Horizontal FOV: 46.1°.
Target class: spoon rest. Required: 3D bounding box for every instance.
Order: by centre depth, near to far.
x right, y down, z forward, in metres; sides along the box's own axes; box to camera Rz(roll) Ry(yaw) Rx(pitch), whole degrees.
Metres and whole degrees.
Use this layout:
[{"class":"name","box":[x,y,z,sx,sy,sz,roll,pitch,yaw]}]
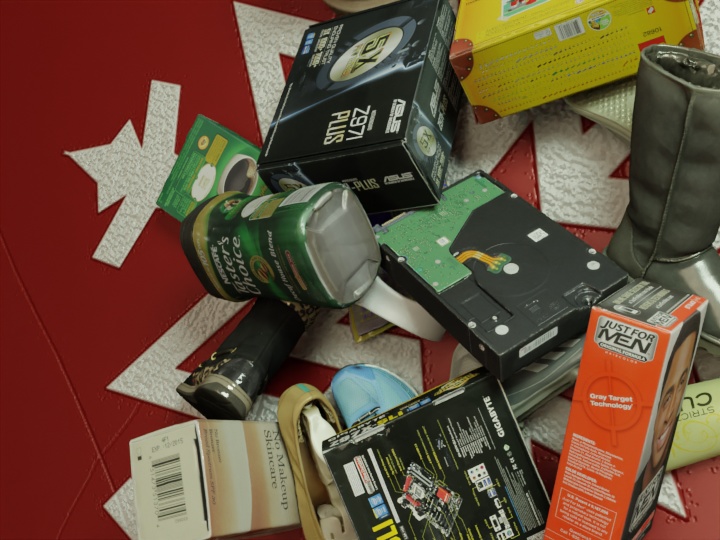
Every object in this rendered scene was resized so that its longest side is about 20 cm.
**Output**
[{"class":"spoon rest","box":[0.000,0.000,0.827,0.199,0.060,0.101,34,110,31]}]

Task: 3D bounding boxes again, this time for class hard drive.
[{"class":"hard drive","box":[0.112,-0.004,0.737,0.138,0.038,0.200,-29,45,-18]}]

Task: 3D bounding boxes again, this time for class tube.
[{"class":"tube","box":[0.274,0.121,0.676,0.198,0.052,0.059,-23,41,31]}]

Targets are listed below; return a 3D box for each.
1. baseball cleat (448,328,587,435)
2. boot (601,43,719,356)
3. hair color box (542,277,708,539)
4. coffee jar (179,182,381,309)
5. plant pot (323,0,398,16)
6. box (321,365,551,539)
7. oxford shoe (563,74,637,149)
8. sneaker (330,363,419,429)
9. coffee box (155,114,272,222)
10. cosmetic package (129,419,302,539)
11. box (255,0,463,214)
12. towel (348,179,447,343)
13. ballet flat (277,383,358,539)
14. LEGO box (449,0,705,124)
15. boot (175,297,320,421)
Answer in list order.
[{"class":"baseball cleat","box":[0.152,0.070,0.745,0.199,0.069,0.107,-40,65,17]},{"class":"boot","box":[0.268,-0.048,0.638,0.180,0.072,0.203,32,131,29]},{"class":"hair color box","box":[0.199,0.119,0.641,0.060,0.101,0.204,18,112,32]},{"class":"coffee jar","box":[-0.081,-0.022,0.787,0.198,0.105,0.085,1,36,46]},{"class":"plant pot","box":[-0.004,-0.380,0.869,0.197,0.174,0.205,-7,76,30]},{"class":"box","box":[0.077,0.204,0.701,0.157,0.049,0.203,-24,91,0]},{"class":"oxford shoe","box":[0.236,-0.150,0.749,0.075,0.057,0.201,-47,46,12]},{"class":"sneaker","box":[0.031,0.167,0.786,0.078,0.089,0.201,-45,62,16]},{"class":"coffee box","box":[-0.139,-0.083,0.967,0.199,0.044,0.125,32,98,32]},{"class":"cosmetic package","box":[-0.116,0.201,0.804,0.086,0.199,0.105,-20,73,25]},{"class":"box","box":[0.008,-0.158,0.826,0.161,0.086,0.203,-5,54,30]},{"class":"towel","box":[0.033,-0.039,0.867,0.142,0.023,0.204,-19,71,28]},{"class":"ballet flat","box":[-0.029,0.205,0.794,0.063,0.068,0.203,-17,94,66]},{"class":"LEGO box","box":[0.186,-0.229,0.743,0.197,0.078,0.151,-14,41,28]},{"class":"boot","box":[-0.118,0.086,0.890,0.073,0.200,0.152,38,69,-7]}]
